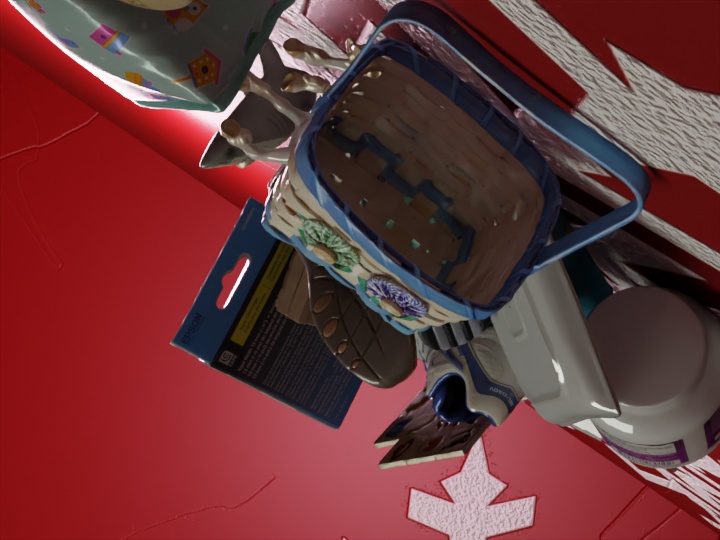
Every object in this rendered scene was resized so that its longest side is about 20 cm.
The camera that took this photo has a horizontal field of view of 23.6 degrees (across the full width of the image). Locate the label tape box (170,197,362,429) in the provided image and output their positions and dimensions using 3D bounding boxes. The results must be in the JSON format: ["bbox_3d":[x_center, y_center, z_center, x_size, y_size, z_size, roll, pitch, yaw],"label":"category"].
[{"bbox_3d":[-0.071,0.034,1.506,0.200,0.143,0.066,31,174,-36],"label":"label tape box"}]

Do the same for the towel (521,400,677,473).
[{"bbox_3d":[0.190,0.086,1.484,0.200,0.023,0.144,25,138,24],"label":"towel"}]

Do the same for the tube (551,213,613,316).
[{"bbox_3d":[0.139,-0.014,1.247,0.077,0.050,0.200,33,167,38],"label":"tube"}]

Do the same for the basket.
[{"bbox_3d":[0.049,-0.054,0.996,0.176,0.139,0.200,37,140,-9],"label":"basket"}]

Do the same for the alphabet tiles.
[{"bbox_3d":[0.101,0.092,1.389,0.167,0.200,0.008,-16,112,48],"label":"alphabet tiles"}]

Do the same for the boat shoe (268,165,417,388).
[{"bbox_3d":[0.000,0.000,1.276,0.072,0.076,0.200,25,-143,-53],"label":"boat shoe"}]

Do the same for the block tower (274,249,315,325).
[{"bbox_3d":[0.018,0.030,1.494,0.200,0.058,0.054,16,-173,-39],"label":"block tower"}]

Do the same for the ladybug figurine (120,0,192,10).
[{"bbox_3d":[-0.150,-0.219,0.957,0.136,0.072,0.200,17,162,33],"label":"ladybug figurine"}]

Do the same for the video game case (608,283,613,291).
[{"bbox_3d":[0.071,-0.008,1.381,0.200,0.036,0.181,38,145,-29],"label":"video game case"}]

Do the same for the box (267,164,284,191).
[{"bbox_3d":[-0.021,-0.075,1.533,0.078,0.095,0.200,35,175,4],"label":"box"}]

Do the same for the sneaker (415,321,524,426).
[{"bbox_3d":[0.072,0.072,1.346,0.075,0.088,0.200,36,169,-17],"label":"sneaker"}]

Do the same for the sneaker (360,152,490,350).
[{"bbox_3d":[0.033,-0.038,1.182,0.088,0.074,0.200,-112,3,-49],"label":"sneaker"}]

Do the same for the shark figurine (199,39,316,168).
[{"bbox_3d":[-0.073,-0.152,1.363,0.090,0.128,0.215,62,-173,-16],"label":"shark figurine"}]

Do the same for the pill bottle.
[{"bbox_3d":[0.208,0.073,1.222,0.112,0.112,0.200,34,175,19],"label":"pill bottle"}]

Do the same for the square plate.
[{"bbox_3d":[0.108,0.014,1.161,0.200,0.028,0.198,121,127,-82],"label":"square plate"}]

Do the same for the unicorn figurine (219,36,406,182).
[{"bbox_3d":[-0.022,-0.101,1.193,0.137,0.074,0.200,24,169,-30],"label":"unicorn figurine"}]

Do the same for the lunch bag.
[{"bbox_3d":[-0.167,-0.194,1.150,0.170,0.122,0.200,37,170,-30],"label":"lunch bag"}]
